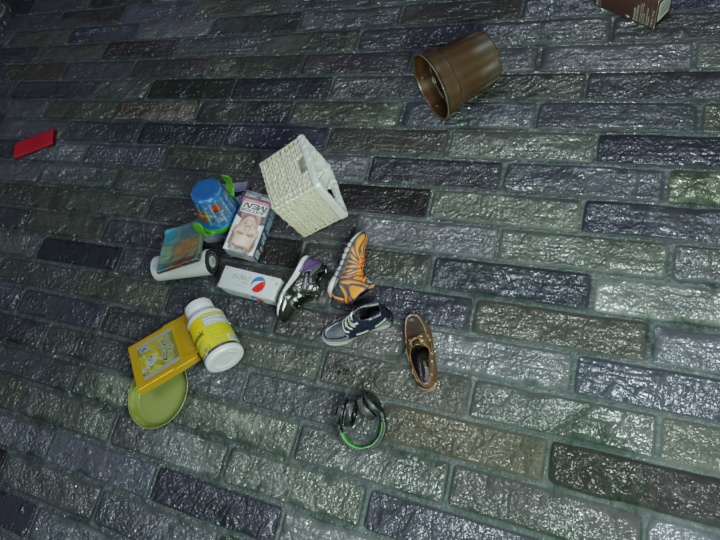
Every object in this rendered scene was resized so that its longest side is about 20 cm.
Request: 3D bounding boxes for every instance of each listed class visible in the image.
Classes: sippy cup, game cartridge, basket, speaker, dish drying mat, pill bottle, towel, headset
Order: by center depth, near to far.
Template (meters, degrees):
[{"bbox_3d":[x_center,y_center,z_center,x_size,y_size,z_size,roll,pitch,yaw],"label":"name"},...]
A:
[{"bbox_3d":[-0.011,0.335,1.331,0.123,0.094,0.201,-19,74,11],"label":"headset"},{"bbox_3d":[-0.417,0.175,1.541,0.111,0.111,0.200,-38,59,1],"label":"pill bottle"},{"bbox_3d":[-0.562,0.236,1.582,0.199,0.033,0.177,-32,50,-4],"label":"game cartridge"},{"bbox_3d":[-0.161,-0.237,1.585,0.160,0.200,0.199,-27,60,13],"label":"basket"},{"bbox_3d":[-0.443,-0.203,1.657,0.139,0.131,0.179,-18,57,-2],"label":"sippy cup"},{"bbox_3d":[-0.545,-0.079,1.680,0.146,0.022,0.201,-18,42,7],"label":"towel"},{"bbox_3d":[-0.541,-0.017,1.689,0.198,0.081,0.082,-7,65,17],"label":"speaker"},{"bbox_3d":[-0.423,-0.188,1.750,0.129,0.038,0.202,-5,66,23],"label":"game cartridge"},{"bbox_3d":[-1.321,-0.513,2.232,0.199,0.018,0.077,-15,64,12],"label":"dish drying mat"}]

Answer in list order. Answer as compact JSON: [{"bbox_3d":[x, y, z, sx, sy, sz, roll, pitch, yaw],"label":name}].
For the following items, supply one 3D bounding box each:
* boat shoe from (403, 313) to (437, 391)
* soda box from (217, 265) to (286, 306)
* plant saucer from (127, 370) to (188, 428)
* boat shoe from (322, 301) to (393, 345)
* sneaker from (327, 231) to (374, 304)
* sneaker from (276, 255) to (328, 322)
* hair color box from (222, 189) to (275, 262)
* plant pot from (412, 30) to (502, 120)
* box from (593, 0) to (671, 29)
[{"bbox_3d":[0.147,0.193,1.350,0.070,0.070,0.201,-20,61,12],"label":"boat shoe"},{"bbox_3d":[-0.308,0.046,1.586,0.199,0.064,0.069,12,72,25],"label":"soda box"},{"bbox_3d":[-0.570,0.350,1.566,0.198,0.031,0.201,-8,64,18],"label":"plant saucer"},{"bbox_3d":[-0.020,0.133,1.424,0.199,0.093,0.075,-22,62,10],"label":"boat shoe"},{"bbox_3d":[0.000,0.000,1.494,0.111,0.078,0.201,23,87,23],"label":"sneaker"},{"bbox_3d":[-0.159,0.057,1.523,0.087,0.076,0.201,20,76,20],"label":"sneaker"},{"bbox_3d":[-0.329,-0.134,1.661,0.099,0.061,0.201,15,73,8],"label":"hair color box"},{"bbox_3d":[0.284,-0.570,1.576,0.197,0.201,0.201,-29,60,-3],"label":"plant pot"},{"bbox_3d":[0.758,-0.768,1.532,0.075,0.100,0.200,-44,60,-3],"label":"box"}]
